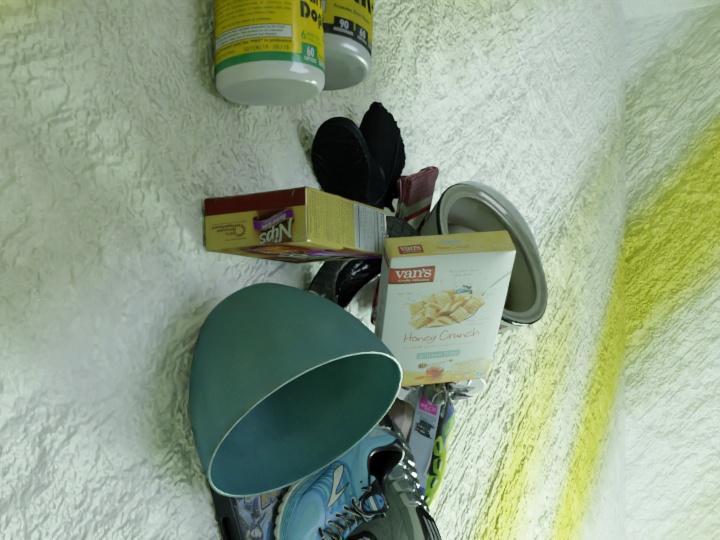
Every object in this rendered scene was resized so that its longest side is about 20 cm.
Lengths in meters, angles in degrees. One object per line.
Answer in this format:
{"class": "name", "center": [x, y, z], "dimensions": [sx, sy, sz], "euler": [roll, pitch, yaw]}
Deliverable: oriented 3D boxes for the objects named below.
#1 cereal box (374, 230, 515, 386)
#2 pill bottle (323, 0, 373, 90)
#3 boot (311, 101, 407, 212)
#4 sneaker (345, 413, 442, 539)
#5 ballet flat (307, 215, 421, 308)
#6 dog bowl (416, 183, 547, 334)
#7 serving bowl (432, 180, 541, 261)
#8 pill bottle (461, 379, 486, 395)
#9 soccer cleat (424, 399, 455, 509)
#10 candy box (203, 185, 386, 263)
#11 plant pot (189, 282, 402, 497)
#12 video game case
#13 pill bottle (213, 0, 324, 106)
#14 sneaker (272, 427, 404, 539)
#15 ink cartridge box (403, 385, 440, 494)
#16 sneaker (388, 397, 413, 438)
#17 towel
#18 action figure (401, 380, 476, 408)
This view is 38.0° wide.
{"class": "cereal box", "center": [0.089, 0.047, 1.179], "dimensions": [0.040, 0.141, 0.202], "euler": [-106, -164, -47]}
{"class": "pill bottle", "center": [-0.039, -0.319, 1.186], "dimensions": [0.114, 0.112, 0.204], "euler": [33, 56, -61]}
{"class": "boot", "center": [0.005, -0.148, 1.308], "dimensions": [0.200, 0.072, 0.164], "euler": [73, 28, -42]}
{"class": "sneaker", "center": [0.010, 0.254, 1.169], "dimensions": [0.075, 0.114, 0.202], "euler": [47, 17, -46]}
{"class": "ballet flat", "center": [0.000, 0.000, 1.233], "dimensions": [0.200, 0.056, 0.067], "euler": [-44, 143, -33]}
{"class": "dog bowl", "center": [0.147, -0.005, 1.330], "dimensions": [0.198, 0.074, 0.203], "euler": [28, 43, -30]}
{"class": "serving bowl", "center": [0.164, -0.020, 1.467], "dimensions": [0.198, 0.066, 0.203], "euler": [20, 56, -31]}
{"class": "pill bottle", "center": [0.143, 0.071, 1.534], "dimensions": [0.114, 0.112, 0.203], "euler": [51, 41, -52]}
{"class": "soccer cleat", "center": [0.100, 0.262, 1.461], "dimensions": [0.084, 0.064, 0.202], "euler": [64, 31, -45]}
{"class": "candy box", "center": [-0.061, -0.043, 1.079], "dimensions": [0.199, 0.115, 0.058], "euler": [12, 75, -66]}
{"class": "plant pot", "center": [-0.079, 0.092, 0.963], "dimensions": [0.135, 0.199, 0.200], "euler": [55, 9, 29]}
{"class": "video game case", "center": [-0.083, 0.242, 1.087], "dimensions": [0.200, 0.025, 0.184], "euler": [-44, 126, -61]}
{"class": "pill bottle", "center": [-0.093, -0.278, 1.053], "dimensions": [0.112, 0.111, 0.204], "euler": [12, 74, -65]}
{"class": "sneaker", "center": [-0.018, 0.237, 1.077], "dimensions": [0.201, 0.089, 0.079], "euler": [-58, 139, -34]}
{"class": "ink cartridge box", "center": [0.050, 0.249, 1.298], "dimensions": [0.120, 0.041, 0.202], "euler": [124, -13, -51]}
{"class": "sneaker", "center": [0.000, 0.240, 1.248], "dimensions": [0.075, 0.070, 0.203], "euler": [26, 63, -14]}
{"class": "towel", "center": [0.059, -0.034, 1.394], "dimensions": [0.144, 0.022, 0.203], "euler": [-29, 134, -68]}
{"class": "action figure", "center": [0.089, 0.087, 1.315], "dimensions": [0.129, 0.069, 0.202], "euler": [24, 41, -30]}
